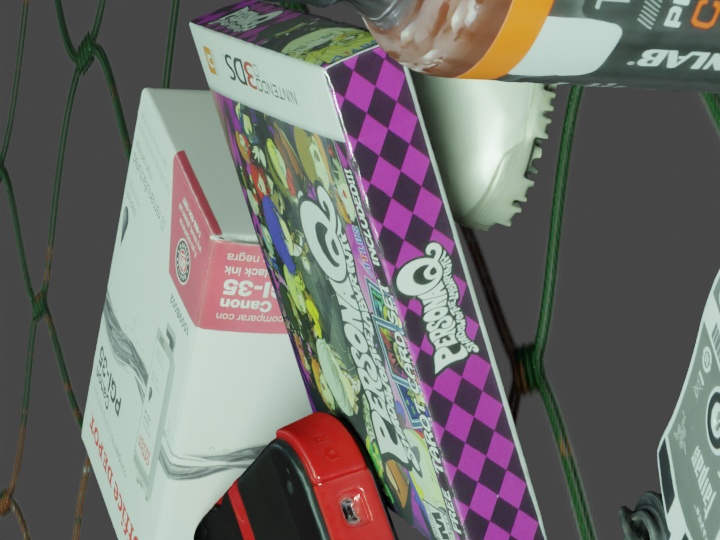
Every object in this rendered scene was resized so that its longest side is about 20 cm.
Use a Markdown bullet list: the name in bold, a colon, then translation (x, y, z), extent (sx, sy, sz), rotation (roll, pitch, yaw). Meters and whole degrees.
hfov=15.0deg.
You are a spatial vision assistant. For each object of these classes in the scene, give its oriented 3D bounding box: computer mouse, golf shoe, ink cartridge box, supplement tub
- **computer mouse**: translation (0.118, 0.068, 0.811), extent (0.200, 0.044, 0.110), rotation (105, 162, -46)
- **golf shoe**: translation (0.019, -0.113, 1.023), extent (0.078, 0.097, 0.200), rotation (152, 117, -66)
- **ink cartridge box**: translation (-0.063, 0.037, 1.256), extent (0.147, 0.083, 0.200), rotation (-119, 36, -54)
- **supplement tub**: translation (0.067, -0.101, 0.729), extent (0.107, 0.200, 0.107), rotation (-179, 90, -71)

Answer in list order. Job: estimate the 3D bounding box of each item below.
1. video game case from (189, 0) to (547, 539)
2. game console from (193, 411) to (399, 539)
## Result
- **video game case**: translation (0.000, 0.000, 1.048), extent (0.181, 0.036, 0.200), rotation (-150, 41, -69)
- **game console**: translation (-0.009, 0.170, 1.115), extent (0.177, 0.031, 0.200), rotation (127, 126, -64)
